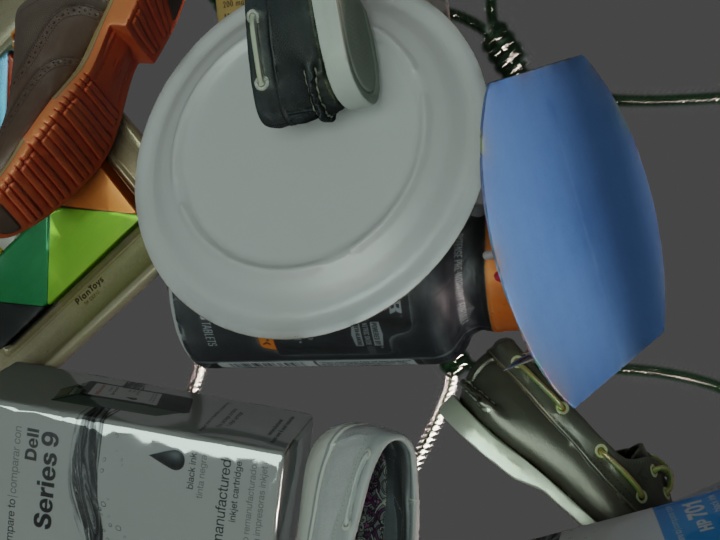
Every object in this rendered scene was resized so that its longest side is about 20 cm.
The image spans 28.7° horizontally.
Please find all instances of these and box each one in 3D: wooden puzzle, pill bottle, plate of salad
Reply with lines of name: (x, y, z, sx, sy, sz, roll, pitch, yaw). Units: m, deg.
wooden puzzle: (-0.220, -0.045, 0.880, 0.185, 0.037, 0.201, -41, 84, 14)
pill bottle: (0.000, 0.000, 0.792, 0.197, 0.106, 0.108, -2, 95, 14)
plate of salad: (-0.025, -0.059, 0.734, 0.197, 0.048, 0.203, -8, 68, 19)

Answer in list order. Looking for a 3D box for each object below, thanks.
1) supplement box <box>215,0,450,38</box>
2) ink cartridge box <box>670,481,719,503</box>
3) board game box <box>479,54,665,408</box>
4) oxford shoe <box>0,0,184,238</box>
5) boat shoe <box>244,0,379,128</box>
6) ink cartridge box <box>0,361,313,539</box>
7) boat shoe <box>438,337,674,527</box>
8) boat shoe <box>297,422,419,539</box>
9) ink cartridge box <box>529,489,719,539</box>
supplement box: (-0.016, -0.161, 0.798, 0.124, 0.073, 0.203, -6, 93, 14)
ink cartridge box: (0.192, 0.199, 0.739, 0.198, 0.050, 0.163, -21, 105, -11)
board game box: (0.098, -0.023, 0.727, 0.039, 0.199, 0.160, -13, 97, 33)
oxford shoe: (-0.178, -0.111, 0.827, 0.072, 0.071, 0.202, 24, 71, 17)
boat shoe: (-0.039, -0.170, 0.710, 0.060, 0.076, 0.203, -15, 68, 16)
ink cartridge box: (-0.138, 0.148, 0.842, 0.197, 0.084, 0.148, 8, 102, 9)
boat shoe: (0.138, 0.119, 0.785, 0.201, 0.072, 0.061, 38, 89, 0)
boat shoe: (0.003, 0.189, 0.805, 0.068, 0.071, 0.203, -9, 68, 56)
ink cartridge box: (0.113, 0.209, 0.688, 0.197, 0.086, 0.148, -15, 104, 8)
